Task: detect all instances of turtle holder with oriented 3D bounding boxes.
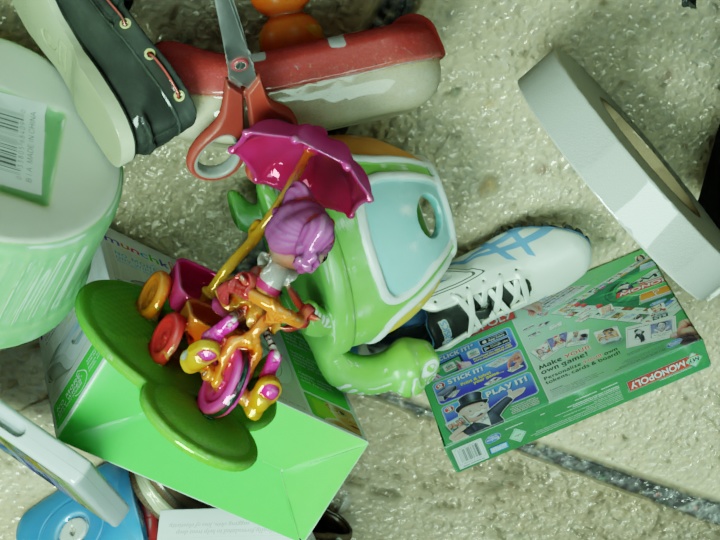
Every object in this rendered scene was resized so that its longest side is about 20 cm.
[{"bbox_3d":[0.001,-0.007,1.384,0.132,0.186,0.141,-19,165,-17],"label":"turtle holder"}]

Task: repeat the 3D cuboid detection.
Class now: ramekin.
[{"bbox_3d":[-0.249,-0.058,1.274,0.200,0.200,0.098,19,136,-21],"label":"ramekin"}]

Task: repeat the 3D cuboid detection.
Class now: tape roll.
[{"bbox_3d":[0.186,-0.066,1.373,0.037,0.203,0.203,-41,120,13],"label":"tape roll"}]

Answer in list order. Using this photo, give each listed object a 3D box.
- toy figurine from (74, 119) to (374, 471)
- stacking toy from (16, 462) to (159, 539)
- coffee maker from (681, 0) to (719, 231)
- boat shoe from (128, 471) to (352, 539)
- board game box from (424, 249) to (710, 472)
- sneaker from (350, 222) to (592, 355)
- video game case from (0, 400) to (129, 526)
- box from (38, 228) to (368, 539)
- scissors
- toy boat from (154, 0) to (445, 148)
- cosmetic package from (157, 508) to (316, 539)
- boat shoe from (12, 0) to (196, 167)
[{"bbox_3d":[-0.065,-0.003,1.237,0.150,0.200,0.184,26,109,-25],"label":"toy figurine"},{"bbox_3d":[-0.168,0.250,1.555,0.110,0.116,0.200,-30,133,10],"label":"stacking toy"},{"bbox_3d":[0.305,-0.112,1.427,0.192,0.135,0.200,11,118,5],"label":"coffee maker"},{"bbox_3d":[-0.087,0.177,1.537,0.075,0.075,0.202,-44,131,15],"label":"boat shoe"},{"bbox_3d":[0.144,0.063,1.479,0.200,0.135,0.029,-23,122,2],"label":"board game box"},{"bbox_3d":[0.079,0.022,1.476,0.200,0.073,0.072,-19,132,1],"label":"sneaker"},{"bbox_3d":[-0.246,0.104,1.358,0.182,0.200,0.022,33,78,9],"label":"video game case"},{"bbox_3d":[-0.117,0.078,1.407,0.200,0.177,0.097,27,108,-24],"label":"box"},{"bbox_3d":[-0.067,-0.123,1.231,0.073,0.014,0.200,-4,139,-13],"label":"scissors"},{"bbox_3d":[-0.049,-0.156,1.335,0.200,0.131,0.131,-12,92,-5],"label":"toy boat"},{"bbox_3d":[-0.080,0.253,1.496,0.113,0.081,0.200,-1,147,8],"label":"cosmetic package"},{"bbox_3d":[-0.176,-0.163,1.277,0.063,0.202,0.074,-28,168,-21],"label":"boat shoe"}]
